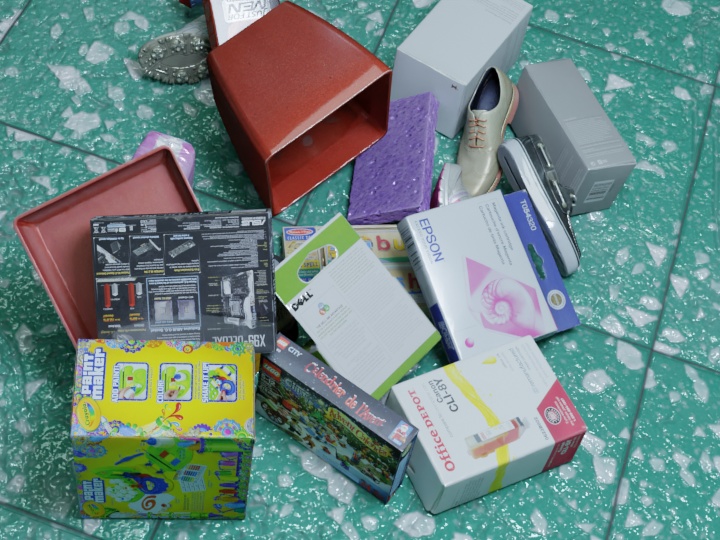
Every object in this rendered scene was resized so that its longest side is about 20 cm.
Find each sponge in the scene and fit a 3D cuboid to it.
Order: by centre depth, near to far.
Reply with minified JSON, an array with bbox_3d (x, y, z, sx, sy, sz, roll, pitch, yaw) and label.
[{"bbox_3d":[0.046,-0.150,1.822,0.111,0.030,0.201,-12,52,25],"label":"sponge"}]

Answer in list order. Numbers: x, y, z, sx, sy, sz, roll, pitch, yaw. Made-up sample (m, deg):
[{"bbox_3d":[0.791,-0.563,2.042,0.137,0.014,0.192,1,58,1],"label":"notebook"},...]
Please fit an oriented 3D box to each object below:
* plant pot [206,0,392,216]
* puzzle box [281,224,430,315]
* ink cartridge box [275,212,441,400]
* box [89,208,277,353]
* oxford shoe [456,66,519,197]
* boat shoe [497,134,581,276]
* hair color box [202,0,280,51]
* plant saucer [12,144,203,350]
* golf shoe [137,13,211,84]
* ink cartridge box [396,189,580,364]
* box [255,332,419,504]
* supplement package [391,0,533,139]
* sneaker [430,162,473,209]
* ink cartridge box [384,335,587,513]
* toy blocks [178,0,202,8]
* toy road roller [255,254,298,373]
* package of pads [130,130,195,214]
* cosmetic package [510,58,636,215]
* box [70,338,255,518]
[{"bbox_3d":[-0.092,-0.224,1.744,0.199,0.200,0.176,-37,75,-12],"label":"plant pot"},{"bbox_3d":[0.000,0.000,1.748,0.199,0.025,0.134,-2,56,-9],"label":"puzzle box"},{"bbox_3d":[-0.021,0.055,1.628,0.148,0.076,0.200,-42,96,-30],"label":"ink cartridge box"},{"bbox_3d":[-0.194,0.015,1.488,0.199,0.050,0.159,-3,97,-2],"label":"box"},{"bbox_3d":[0.162,-0.185,1.844,0.070,0.074,0.201,4,70,26],"label":"oxford shoe"},{"bbox_3d":[0.255,-0.094,1.791,0.071,0.072,0.201,-22,84,-13],"label":"boat shoe"},{"bbox_3d":[-0.154,-0.310,1.856,0.101,0.061,0.201,-11,93,-15],"label":"hair color box"},{"bbox_3d":[-0.261,-0.012,1.524,0.199,0.037,0.201,-26,96,0],"label":"plant saucer"},{"bbox_3d":[-0.229,-0.326,1.924,0.199,0.079,0.097,-14,39,-20],"label":"golf shoe"},{"bbox_3d":[0.169,0.002,1.694,0.199,0.043,0.197,-17,79,-22],"label":"ink cartridge box"},{"bbox_3d":[-0.032,0.173,1.557,0.200,0.137,0.038,33,58,15],"label":"box"},{"bbox_3d":[0.142,-0.310,1.925,0.117,0.117,0.200,31,56,13],"label":"supplement package"},{"bbox_3d":[0.140,-0.051,1.775,0.088,0.081,0.201,0,65,-11],"label":"sneaker"},{"bbox_3d":[0.146,0.183,1.607,0.199,0.084,0.146,-18,61,-20],"label":"ink cartridge box"},{"bbox_3d":[-0.243,-0.466,2.001,0.136,0.100,0.200,-32,65,-14],"label":"toy blocks"},{"bbox_3d":[-0.179,0.054,1.633,0.146,0.123,0.200,29,56,31],"label":"toy road roller"},{"bbox_3d":[-0.256,-0.065,1.650,0.075,0.200,0.121,22,59,3],"label":"package of pads"},{"bbox_3d":[0.288,-0.187,1.867,0.090,0.107,0.201,-10,59,-21],"label":"cosmetic package"},{"bbox_3d":[-0.217,0.180,1.487,0.191,0.200,0.123,2,55,-8],"label":"box"}]
